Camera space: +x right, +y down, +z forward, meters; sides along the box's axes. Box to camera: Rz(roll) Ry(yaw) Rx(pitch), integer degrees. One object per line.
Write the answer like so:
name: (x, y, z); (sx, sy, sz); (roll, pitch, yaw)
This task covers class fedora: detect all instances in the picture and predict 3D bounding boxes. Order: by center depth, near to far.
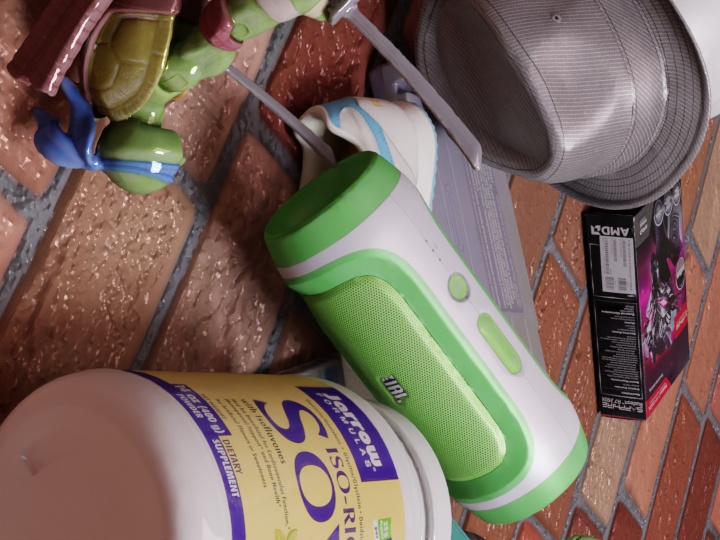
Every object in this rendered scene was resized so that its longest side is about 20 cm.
fedora: (0.103, -0.118, 0.821); (0.090, 0.177, 0.200); (-24, 74, -34)

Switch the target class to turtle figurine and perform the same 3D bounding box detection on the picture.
turtle figurine: (-0.054, -0.134, 0.623); (0.144, 0.199, 0.195); (-117, -155, -85)

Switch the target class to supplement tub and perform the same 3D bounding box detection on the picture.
supplement tub: (-0.061, 0.120, 0.632); (0.200, 0.145, 0.146); (7, 89, -54)

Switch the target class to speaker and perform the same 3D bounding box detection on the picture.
speaker: (0.036, 0.037, 0.721); (0.200, 0.088, 0.089); (53, 47, -16)

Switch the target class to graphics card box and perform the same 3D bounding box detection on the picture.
graphics card box: (0.252, 0.020, 1.234); (0.125, 0.051, 0.201); (-37, 124, -50)

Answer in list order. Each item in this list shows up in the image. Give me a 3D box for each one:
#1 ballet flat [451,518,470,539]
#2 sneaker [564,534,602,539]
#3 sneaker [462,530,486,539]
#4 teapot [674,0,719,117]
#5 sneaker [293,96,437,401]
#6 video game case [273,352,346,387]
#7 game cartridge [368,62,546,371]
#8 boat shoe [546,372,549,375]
ballet flat: (0.075, 0.222, 0.832); (0.200, 0.062, 0.067); (51, 40, 12)
sneaker: (0.132, 0.269, 0.865); (0.077, 0.084, 0.201); (39, 68, -60)
sneaker: (0.082, 0.228, 0.939); (0.200, 0.074, 0.080); (69, 30, -48)
teapot: (0.240, -0.177, 1.027); (0.198, 0.146, 0.200); (-54, -170, 21)
sneaker: (0.000, 0.000, 0.794); (0.081, 0.076, 0.201); (-2, 85, -44)
video game case: (-0.030, 0.126, 0.819); (0.200, 0.018, 0.144); (-14, 107, -57)
game cartridge: (0.063, -0.026, 0.879); (0.130, 0.038, 0.201); (13, 64, -62)
boat shoe: (0.103, 0.084, 0.975); (0.074, 0.073, 0.201); (-43, 129, -47)
